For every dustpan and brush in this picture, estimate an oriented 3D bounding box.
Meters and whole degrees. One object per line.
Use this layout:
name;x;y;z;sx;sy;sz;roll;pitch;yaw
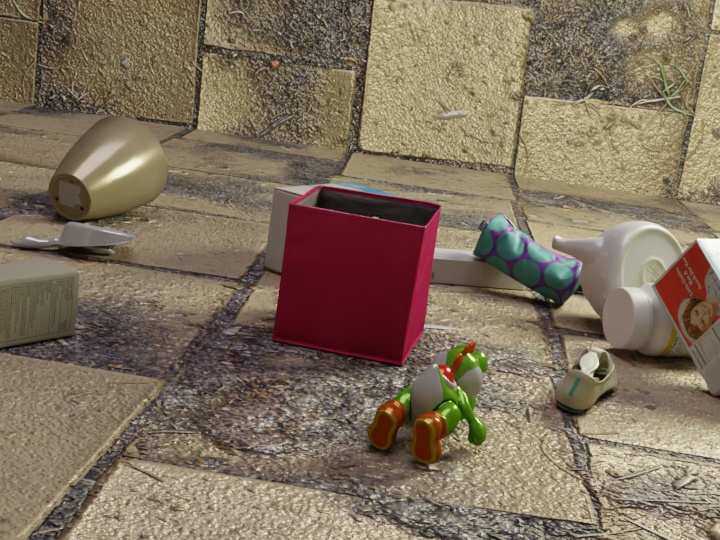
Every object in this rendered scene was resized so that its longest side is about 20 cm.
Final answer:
dustpan and brush;-0.480;-0.052;1.987;0.199;0.057;0.140;11;1;-15

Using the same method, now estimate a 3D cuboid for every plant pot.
plant pot;-0.499;-0.175;2.252;0.187;0.188;0.200;12;28;18

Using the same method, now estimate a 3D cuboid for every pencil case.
pencil case;0.297;-0.022;2.090;0.200;0.093;0.085;32;7;15

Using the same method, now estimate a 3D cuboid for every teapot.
teapot;0.443;0.012;1.990;0.197;0.201;0.146;-18;8;-31

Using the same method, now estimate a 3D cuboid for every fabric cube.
fabric cube;0.000;0.000;1.709;0.195;0.200;0.200;9;14;9

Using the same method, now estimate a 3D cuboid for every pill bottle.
pill bottle;0.488;0.078;1.847;0.199;0.115;0.114;4;14;-19

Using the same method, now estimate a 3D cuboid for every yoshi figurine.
yoshi figurine;0.091;0.161;1.380;0.112;0.113;0.200;-32;4;37

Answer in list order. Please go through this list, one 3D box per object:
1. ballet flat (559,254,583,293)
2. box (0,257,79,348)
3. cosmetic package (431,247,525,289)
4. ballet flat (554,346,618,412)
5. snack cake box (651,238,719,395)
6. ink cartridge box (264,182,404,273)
ballet flat;0.414;0.014;2.181;0.199;0.068;0.062;8;23;1
box;-0.458;0.043;1.494;0.078;0.095;0.200;17;15;35
cosmetic package;0.198;-0.006;2.165;0.199;0.051;0.083;5;13;-14
ballet flat;0.313;0.137;1.604;0.069;0.070;0.200;12;14;18
snack cake box;0.518;0.066;1.711;0.067;0.115;0.200;0;53;-31
ink cartridge box;-0.043;-0.065;2.066;0.146;0.147;0.200;18;16;35
